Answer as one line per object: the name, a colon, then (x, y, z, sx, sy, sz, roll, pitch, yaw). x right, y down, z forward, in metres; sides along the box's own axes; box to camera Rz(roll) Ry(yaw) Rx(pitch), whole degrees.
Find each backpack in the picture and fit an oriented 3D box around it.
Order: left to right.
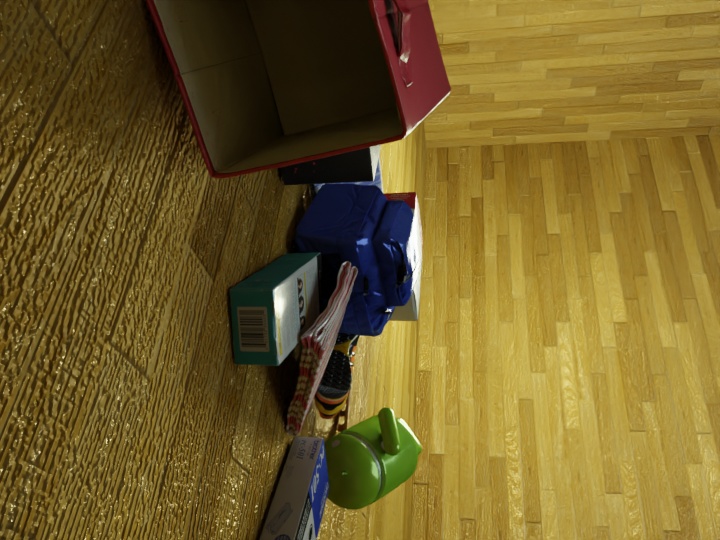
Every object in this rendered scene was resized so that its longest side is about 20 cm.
backpack: (0.000, 0.000, 0.900, 0.163, 0.167, 0.201, -60, 151, -47)

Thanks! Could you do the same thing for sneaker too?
sneaker: (-0.042, 0.137, 0.972, 0.201, 0.070, 0.090, -81, -177, -47)

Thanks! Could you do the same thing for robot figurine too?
robot figurine: (0.012, 0.298, 0.974, 0.200, 0.176, 0.116, -10, 60, -52)

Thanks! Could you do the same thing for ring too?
ring: (-0.025, 0.193, 1.082, 0.200, 0.019, 0.201, 5, 90, -89)

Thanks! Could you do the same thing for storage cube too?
storage cube: (-0.040, -0.197, 0.519, 0.180, 0.199, 0.172, -53, 131, -57)

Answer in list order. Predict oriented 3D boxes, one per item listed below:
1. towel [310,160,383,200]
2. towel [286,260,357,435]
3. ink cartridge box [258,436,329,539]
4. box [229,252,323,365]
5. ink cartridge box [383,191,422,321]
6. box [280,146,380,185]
towel: (-0.015, -0.118, 0.987, 0.145, 0.024, 0.201, -30, 128, -32)
towel: (-0.054, 0.101, 0.796, 0.147, 0.030, 0.200, -66, 175, -47)
ink cartridge box: (-0.081, 0.308, 0.759, 0.200, 0.044, 0.094, -74, 162, -60)
box: (-0.089, 0.036, 0.713, 0.200, 0.049, 0.083, -50, 139, -75)
ink cartridge box: (0.037, -0.024, 1.157, 0.145, 0.145, 0.201, 76, 16, -51)
box: (-0.046, -0.218, 0.770, 0.106, 0.122, 0.201, -79, 164, -53)
